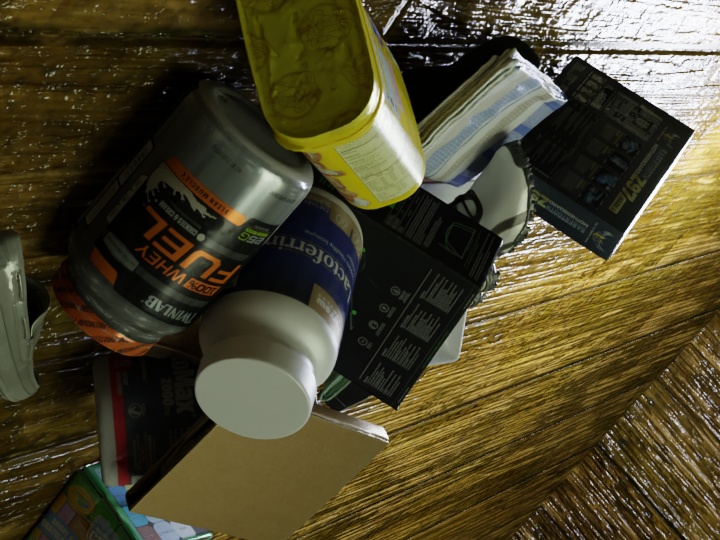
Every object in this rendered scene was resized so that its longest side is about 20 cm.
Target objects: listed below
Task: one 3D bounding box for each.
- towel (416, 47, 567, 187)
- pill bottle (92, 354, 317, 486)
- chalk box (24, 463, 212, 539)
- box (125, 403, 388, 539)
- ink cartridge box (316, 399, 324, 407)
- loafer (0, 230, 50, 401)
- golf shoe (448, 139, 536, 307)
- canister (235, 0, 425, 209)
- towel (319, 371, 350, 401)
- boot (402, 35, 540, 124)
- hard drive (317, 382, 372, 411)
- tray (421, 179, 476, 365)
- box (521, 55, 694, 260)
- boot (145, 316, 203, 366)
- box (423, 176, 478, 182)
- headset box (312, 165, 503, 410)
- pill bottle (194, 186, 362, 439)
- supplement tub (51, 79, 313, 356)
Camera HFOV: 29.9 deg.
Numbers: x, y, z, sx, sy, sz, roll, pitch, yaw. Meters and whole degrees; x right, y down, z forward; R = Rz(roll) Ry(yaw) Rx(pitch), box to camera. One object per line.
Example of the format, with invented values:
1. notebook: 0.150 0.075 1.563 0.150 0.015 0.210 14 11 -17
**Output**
1. towel: 0.110 -0.130 1.221 0.147 0.024 0.200 -40 164 15
2. pill bottle: -0.145 0.131 1.255 0.198 0.120 0.120 -5 148 -12
3. chalk box: -0.257 0.283 1.456 0.200 0.124 0.124 -50 156 19
4. box: -0.090 0.179 1.219 0.163 0.021 0.200 -45 140 17
5. ink cartridge box: -0.117 0.149 1.369 0.116 0.200 0.068 -33 139 -21
6. loafer: -0.268 0.038 1.034 0.069 0.070 0.200 -26 155 -16
7. golf shoe: 0.102 -0.039 1.301 0.094 0.078 0.201 1 132 -23
8. canister: -0.016 -0.139 1.027 0.086 0.150 0.200 -18 163 10
9. towel: 0.020 0.063 1.530 0.153 0.023 0.200 -46 -173 14
10. boot: 0.074 -0.131 1.304 0.203 0.074 0.154 -29 158 -27
11. hard drive: 0.037 0.086 1.530 0.140 0.038 0.200 -50 -174 -28
12. tray: 0.071 0.003 1.391 0.107 0.022 0.201 -5 111 -37
13. box: 0.243 -0.122 1.422 0.200 0.157 0.051 -49 168 -38
14. boot: -0.124 0.044 1.200 0.199 0.074 0.076 13 123 -22
15. box: 0.133 -0.121 1.466 0.199 0.041 0.039 -26 154 -37
16. headset box: 0.000 0.000 1.258 0.175 0.199 0.093 -59 180 37
17. pill bottle: -0.068 0.032 1.111 0.201 0.115 0.116 -77 -171 -45
18. supplement tub: -0.140 -0.037 1.039 0.200 0.123 0.122 -48 158 15
